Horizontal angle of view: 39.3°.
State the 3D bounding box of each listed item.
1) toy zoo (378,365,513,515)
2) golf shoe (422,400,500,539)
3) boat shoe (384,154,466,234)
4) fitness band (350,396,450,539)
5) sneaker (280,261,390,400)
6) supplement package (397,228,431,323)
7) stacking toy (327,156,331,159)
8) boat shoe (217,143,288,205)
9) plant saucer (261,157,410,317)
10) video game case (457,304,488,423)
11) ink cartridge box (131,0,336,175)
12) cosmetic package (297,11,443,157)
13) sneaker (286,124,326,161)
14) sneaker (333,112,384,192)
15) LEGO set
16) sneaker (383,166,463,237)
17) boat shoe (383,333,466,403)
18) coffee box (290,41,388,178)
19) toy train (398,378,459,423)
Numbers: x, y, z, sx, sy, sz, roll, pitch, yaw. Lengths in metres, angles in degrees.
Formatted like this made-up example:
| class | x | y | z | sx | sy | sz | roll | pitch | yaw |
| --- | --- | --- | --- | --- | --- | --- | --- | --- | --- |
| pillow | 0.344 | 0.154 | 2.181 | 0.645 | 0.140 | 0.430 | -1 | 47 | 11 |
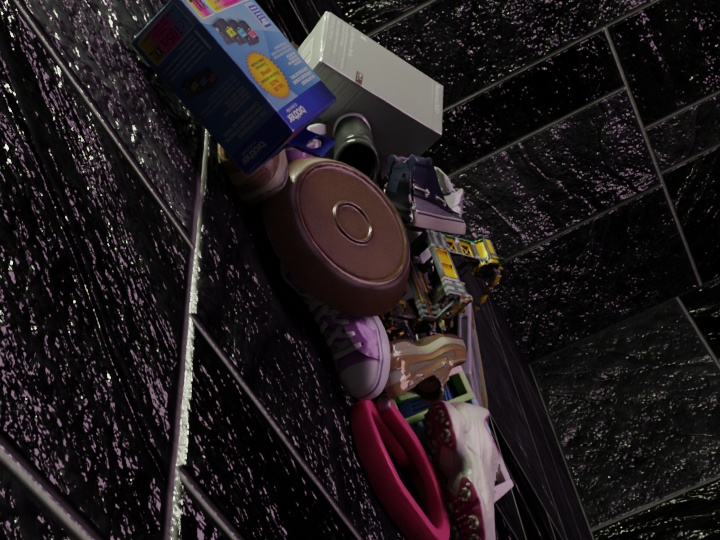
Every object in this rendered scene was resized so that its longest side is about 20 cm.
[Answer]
| class | x | y | z | sx | sy | sz | roll | pitch | yaw |
| --- | --- | --- | --- | --- | --- | --- | --- | --- | --- |
| toy zoo | 0.115 | 0.232 | 1.272 | 0.130 | 0.020 | 0.202 | -15 | 76 | -34 |
| golf shoe | 0.142 | 0.253 | 1.221 | 0.091 | 0.075 | 0.202 | -1 | 70 | -33 |
| boat shoe | 0.090 | -0.098 | 1.318 | 0.200 | 0.074 | 0.094 | 6 | 89 | -66 |
| fitness band | 0.048 | 0.228 | 1.135 | 0.201 | 0.037 | 0.144 | 56 | 14 | -35 |
| sneaker | -0.038 | 0.044 | 1.102 | 0.114 | 0.072 | 0.202 | 15 | 53 | -52 |
| supplement package | 0.045 | -0.010 | 1.458 | 0.118 | 0.116 | 0.200 | 68 | 10 | 19 |
| stacking toy | -0.036 | -0.127 | 1.453 | 0.086 | 0.085 | 0.200 | 64 | 15 | -4 |
| boat shoe | -0.122 | -0.159 | 1.095 | 0.074 | 0.075 | 0.201 | 49 | 18 | -39 |
| plant saucer | -0.016 | -0.046 | 1.101 | 0.199 | 0.034 | 0.202 | 24 | 46 | -28 |
| video game case | 0.164 | 0.173 | 1.461 | 0.183 | 0.023 | 0.202 | -80 | 160 | -57 |
| ink cartridge box | -0.110 | -0.185 | 1.001 | 0.200 | 0.076 | 0.137 | 50 | 28 | -8 |
| cosmetic package | 0.011 | -0.236 | 1.333 | 0.198 | 0.090 | 0.108 | 24 | 47 | -23 |
| sneaker | -0.074 | -0.118 | 1.250 | 0.201 | 0.072 | 0.116 | -64 | 141 | -76 |
| sneaker | 0.000 | -0.092 | 1.287 | 0.099 | 0.070 | 0.202 | -88 | 169 | -67 |
| LEGO set | 0.098 | 0.046 | 1.300 | 0.153 | 0.199 | 0.117 | 21 | 40 | -45 |
| sneaker | 0.070 | -0.121 | 1.593 | 0.075 | 0.197 | 0.117 | 99 | 3 | -78 |
| boat shoe | 0.077 | 0.127 | 1.224 | 0.199 | 0.072 | 0.077 | -3 | 60 | -54 |
| coffee box | -0.039 | -0.221 | 1.425 | 0.199 | 0.080 | 0.113 | 32 | 24 | -20 |
| toy train | 0.101 | 0.177 | 1.409 | 0.200 | 0.086 | 0.116 | 46 | 30 | -67 |
